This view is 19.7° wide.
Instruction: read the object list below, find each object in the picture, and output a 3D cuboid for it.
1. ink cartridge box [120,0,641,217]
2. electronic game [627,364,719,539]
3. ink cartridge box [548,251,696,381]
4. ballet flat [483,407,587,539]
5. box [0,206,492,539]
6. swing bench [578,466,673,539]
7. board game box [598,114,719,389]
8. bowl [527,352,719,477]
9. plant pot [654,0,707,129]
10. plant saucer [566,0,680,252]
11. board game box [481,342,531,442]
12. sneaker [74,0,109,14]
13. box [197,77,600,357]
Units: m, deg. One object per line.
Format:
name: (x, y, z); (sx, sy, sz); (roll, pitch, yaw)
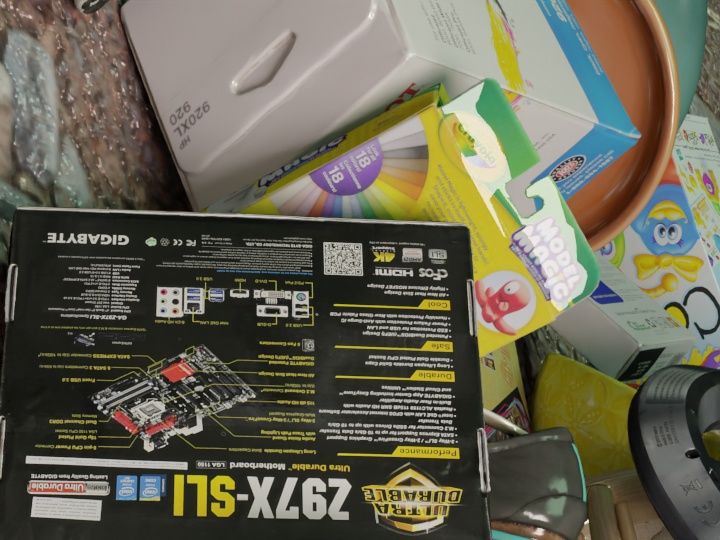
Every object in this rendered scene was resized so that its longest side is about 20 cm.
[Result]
ink cartridge box: (0.010, -0.098, 1.058); (0.199, 0.147, 0.145); (14, 44, -51)
electronic game: (0.216, 0.124, 1.041); (0.199, 0.042, 0.201); (29, 30, -19)
ink cartridge box: (0.111, -0.009, 1.278); (0.200, 0.037, 0.095); (45, 21, 21)
ballet flat: (0.003, 0.082, 0.913); (0.068, 0.199, 0.069); (68, 32, -70)
box: (-0.049, 0.053, 0.852); (0.049, 0.198, 0.161); (101, -11, -57)
swing bench: (0.122, 0.228, 1.044); (0.200, 0.129, 0.200); (-38, 114, -62)
board game box: (0.208, 0.005, 1.418); (0.105, 0.103, 0.201); (1, 69, -60)
bowl: (0.172, 0.143, 1.222); (0.200, 0.200, 0.108); (34, 84, -46)
plant pot: (0.122, -0.145, 1.280); (0.200, 0.200, 0.162); (36, 43, -44)
plant saucer: (0.087, -0.100, 1.178); (0.201, 0.199, 0.037); (67, 25, 0)
board game box: (0.050, 0.088, 1.152); (0.135, 0.034, 0.201); (26, 48, -51)
sneaker: (-0.125, -0.198, 1.034); (0.085, 0.077, 0.200); (42, 28, -19)
box: (0.000, 0.000, 0.950); (0.118, 0.199, 0.048); (60, 15, -15)
